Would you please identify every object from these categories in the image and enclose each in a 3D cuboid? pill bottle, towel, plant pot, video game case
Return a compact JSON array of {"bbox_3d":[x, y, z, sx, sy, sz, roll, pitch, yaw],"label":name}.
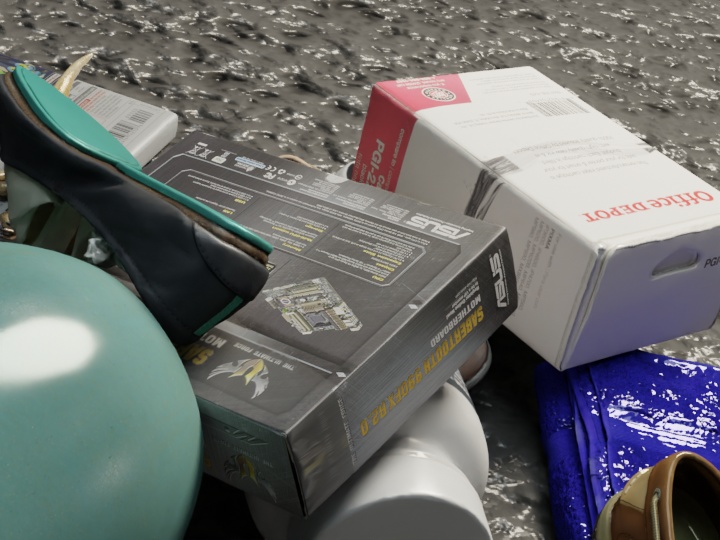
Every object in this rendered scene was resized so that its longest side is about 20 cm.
[{"bbox_3d":[-0.003,0.077,0.793,0.118,0.121,0.201,3,32,-15],"label":"pill bottle"},{"bbox_3d":[0.172,0.111,0.872,0.146,0.050,0.201,9,31,-5],"label":"towel"},{"bbox_3d":[-0.159,0.079,0.644,0.200,0.202,0.160,31,39,28],"label":"plant pot"},{"bbox_3d":[-0.240,-0.084,1.063,0.181,0.023,0.200,19,33,10],"label":"video game case"}]

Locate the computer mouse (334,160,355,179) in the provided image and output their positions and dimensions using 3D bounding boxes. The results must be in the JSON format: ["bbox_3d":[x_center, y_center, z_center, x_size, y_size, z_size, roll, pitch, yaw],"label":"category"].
[{"bbox_3d":[0.073,-0.029,1.073,0.198,0.044,0.110,9,33,-15],"label":"computer mouse"}]

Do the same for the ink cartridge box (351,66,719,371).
[{"bbox_3d":[0.111,-0.038,0.975,0.145,0.085,0.200,-11,37,-40],"label":"ink cartridge box"}]

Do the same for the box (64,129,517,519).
[{"bbox_3d":[-0.053,0.015,0.747,0.199,0.049,0.158,18,46,35],"label":"box"}]

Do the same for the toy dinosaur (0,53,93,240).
[{"bbox_3d":[-0.197,-0.063,0.990,0.100,0.058,0.201,13,36,-28],"label":"toy dinosaur"}]

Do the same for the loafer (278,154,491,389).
[{"bbox_3d":[0.000,0.000,0.960,0.072,0.063,0.200,-34,45,-15],"label":"loafer"}]

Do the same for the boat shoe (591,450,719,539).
[{"bbox_3d":[0.164,0.170,0.713,0.075,0.074,0.201,-9,56,-26],"label":"boat shoe"}]

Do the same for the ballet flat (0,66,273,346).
[{"bbox_3d":[-0.118,-0.027,0.726,0.073,0.074,0.200,-15,37,-38],"label":"ballet flat"}]
